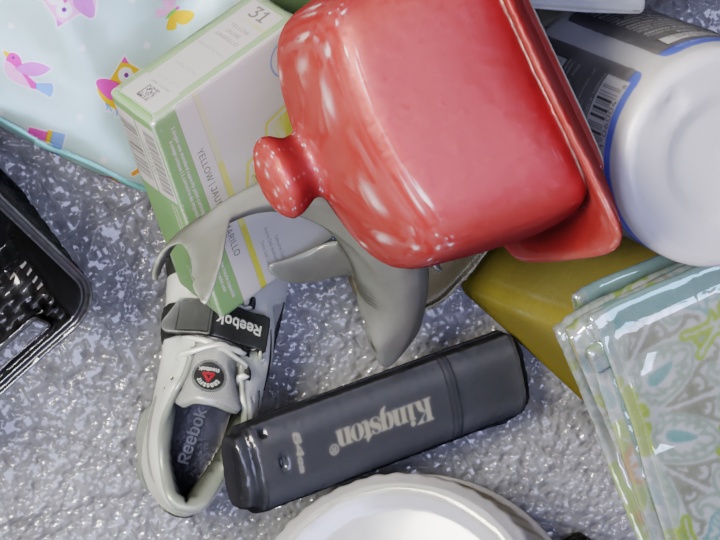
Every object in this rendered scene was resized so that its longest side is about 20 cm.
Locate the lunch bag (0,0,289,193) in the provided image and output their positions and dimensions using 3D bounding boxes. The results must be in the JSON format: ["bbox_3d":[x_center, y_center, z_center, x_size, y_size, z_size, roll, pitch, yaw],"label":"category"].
[{"bbox_3d":[-0.143,-0.142,1.614,0.199,0.077,0.161,25,94,-15],"label":"lunch bag"}]

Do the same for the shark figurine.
[{"bbox_3d":[-0.005,-0.016,1.573,0.214,0.089,0.128,20,101,-50],"label":"shark figurine"}]

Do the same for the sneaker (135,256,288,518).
[{"bbox_3d":[-0.077,0.042,1.658,0.074,0.089,0.201,7,98,-10],"label":"sneaker"}]

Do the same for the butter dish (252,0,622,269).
[{"bbox_3d":[0.016,-0.073,1.482,0.147,0.199,0.201,-26,94,-14],"label":"butter dish"}]

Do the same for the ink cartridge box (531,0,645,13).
[{"bbox_3d":[0.089,-0.219,1.581,0.083,0.200,0.146,2,100,-14],"label":"ink cartridge box"}]

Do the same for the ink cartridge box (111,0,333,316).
[{"bbox_3d":[-0.029,-0.089,1.602,0.200,0.048,0.146,-36,135,-19],"label":"ink cartridge box"}]

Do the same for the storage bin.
[{"bbox_3d":[-0.252,-0.015,1.564,0.135,0.094,0.200,-42,137,0],"label":"storage bin"}]

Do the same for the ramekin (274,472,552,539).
[{"bbox_3d":[0.025,0.204,1.659,0.201,0.094,0.203,-2,74,8],"label":"ramekin"}]

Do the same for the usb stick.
[{"bbox_3d":[0.011,0.084,1.672,0.199,0.033,0.056,-18,112,-32],"label":"usb stick"}]

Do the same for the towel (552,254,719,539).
[{"bbox_3d":[0.215,0.058,1.557,0.199,0.048,0.172,-23,107,-6],"label":"towel"}]

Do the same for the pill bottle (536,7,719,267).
[{"bbox_3d":[0.145,-0.078,1.550,0.113,0.200,0.114,-5,105,-19],"label":"pill bottle"}]

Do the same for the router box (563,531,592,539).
[{"bbox_3d":[0.093,0.272,1.746,0.200,0.062,0.150,-34,105,-3],"label":"router box"}]

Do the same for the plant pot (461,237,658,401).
[{"bbox_3d":[0.206,0.013,1.659,0.200,0.176,0.200,42,91,-15],"label":"plant pot"}]

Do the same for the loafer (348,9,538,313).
[{"bbox_3d":[0.062,-0.058,1.674,0.076,0.067,0.200,31,94,-15],"label":"loafer"}]
